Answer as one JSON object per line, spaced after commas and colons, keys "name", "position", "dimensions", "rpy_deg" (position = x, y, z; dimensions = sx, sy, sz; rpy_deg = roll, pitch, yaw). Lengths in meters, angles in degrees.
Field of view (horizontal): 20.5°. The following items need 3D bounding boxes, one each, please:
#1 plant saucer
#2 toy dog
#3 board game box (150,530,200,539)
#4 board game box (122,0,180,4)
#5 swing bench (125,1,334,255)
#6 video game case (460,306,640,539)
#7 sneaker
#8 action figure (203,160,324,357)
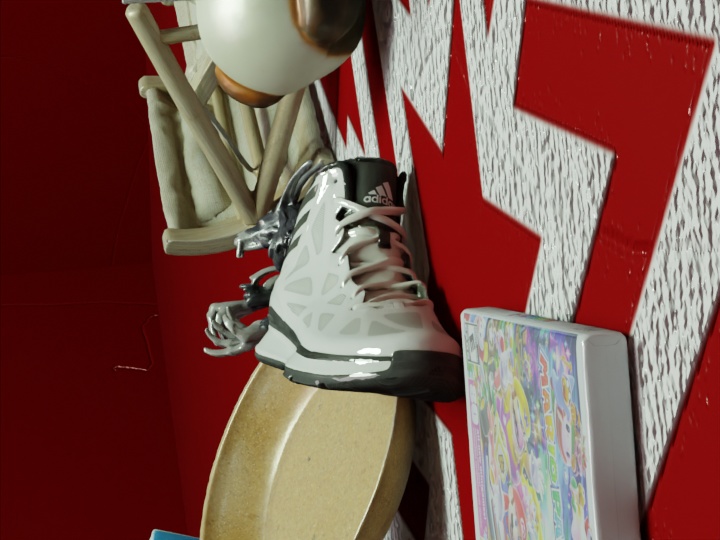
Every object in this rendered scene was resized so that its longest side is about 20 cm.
{"name": "plant saucer", "position": [-0.024, 0.111, 1.106], "dimensions": [0.200, 0.035, 0.202], "rpy_deg": [-43, 35, 39]}
{"name": "toy dog", "position": [-0.074, -0.190, 1.089], "dimensions": [0.139, 0.200, 0.194], "rpy_deg": [-40, 5, 36]}
{"name": "board game box", "position": [-0.062, 0.252, 1.127], "dimensions": [0.201, 0.146, 0.065], "rpy_deg": [-92, 19, -53]}
{"name": "board game box", "position": [-0.058, -0.239, 1.002], "dimensions": [0.064, 0.146, 0.202], "rpy_deg": [107, 157, -65]}
{"name": "swing bench", "position": [-0.090, -0.151, 1.341], "dimensions": [0.200, 0.128, 0.201], "rpy_deg": [-106, 9, -49]}
{"name": "video game case", "position": [0.071, 0.090, 0.765], "dimensions": [0.200, 0.018, 0.145], "rpy_deg": [-172, 78, -81]}
{"name": "sneaker", "position": [-0.001, 0.000, 0.997], "dimensions": [0.200, 0.075, 0.117], "rpy_deg": [-168, 86, -68]}
{"name": "action figure", "position": [-0.051, 0.035, 1.259], "dimensions": [0.119, 0.101, 0.202], "rpy_deg": [11, -107, -87]}
